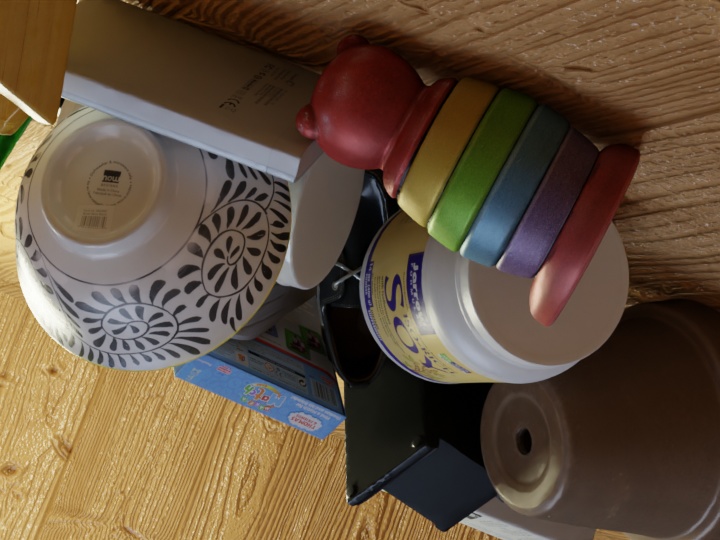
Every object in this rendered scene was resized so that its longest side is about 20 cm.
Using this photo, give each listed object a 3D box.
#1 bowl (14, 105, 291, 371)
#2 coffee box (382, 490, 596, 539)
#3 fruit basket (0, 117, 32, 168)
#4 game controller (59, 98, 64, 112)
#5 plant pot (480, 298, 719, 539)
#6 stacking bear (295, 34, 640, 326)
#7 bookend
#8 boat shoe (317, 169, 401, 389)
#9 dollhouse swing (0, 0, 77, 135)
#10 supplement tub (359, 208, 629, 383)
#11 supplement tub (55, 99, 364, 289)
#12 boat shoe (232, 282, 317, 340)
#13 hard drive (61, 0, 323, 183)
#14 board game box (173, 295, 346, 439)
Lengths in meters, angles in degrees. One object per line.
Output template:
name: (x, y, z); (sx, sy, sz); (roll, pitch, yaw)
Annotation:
bowl: (-0.153, -0.043, 1.187); (0.199, 0.202, 0.094); (17, 167, 20)
coffee box: (0.139, 0.148, 1.758); (0.196, 0.201, 0.200); (22, 169, -7)
fruit basket: (-0.356, -0.143, 1.493); (0.215, 0.156, 0.216); (33, -177, -2)
game controller: (-0.180, -0.110, 1.578); (0.103, 0.043, 0.200); (-2, 159, 29)
plant pot: (0.192, 0.124, 1.408); (0.173, 0.203, 0.200); (-1, -177, -32)
stacking bear: (0.060, -0.070, 1.112); (0.199, 0.122, 0.114); (28, 172, 4)
bookend: (0.087, 0.141, 1.503); (0.199, 0.200, 0.092); (35, 121, -28)
boat shoe: (0.000, 0.000, 1.419); (0.071, 0.202, 0.068); (1, -146, -2)
dollhouse swing: (-0.298, -0.188, 1.087); (0.199, 0.184, 0.175); (15, -172, 33)
supplement tub: (0.095, 0.009, 1.309); (0.144, 0.147, 0.200); (24, 169, -16)
supplement tub: (-0.111, -0.074, 1.312); (0.198, 0.141, 0.140); (18, 169, 18)
boat shoe: (-0.089, 0.004, 1.425); (0.070, 0.073, 0.200); (24, -164, 19)
hard drive: (-0.111, -0.122, 1.181); (0.198, 0.027, 0.132); (21, -151, 9)
board game box: (-0.094, 0.031, 1.478); (0.151, 0.037, 0.201); (27, -148, -32)
